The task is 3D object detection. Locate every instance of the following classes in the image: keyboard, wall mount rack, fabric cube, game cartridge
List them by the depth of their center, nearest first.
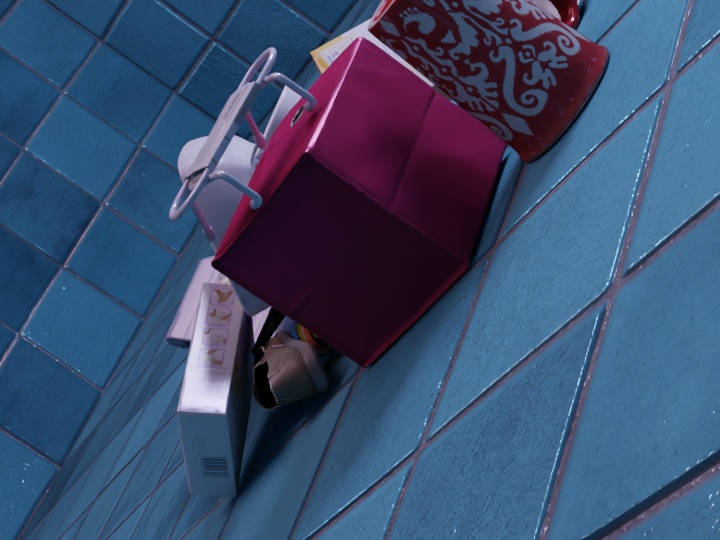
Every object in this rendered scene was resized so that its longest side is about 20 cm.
[{"bbox_3d":[-0.119,-0.111,1.540,0.201,0.074,0.174,-62,17,-19],"label":"wall mount rack"},{"bbox_3d":[0.000,-0.068,1.584,0.196,0.199,0.200,-45,16,41],"label":"fabric cube"},{"bbox_3d":[-0.070,0.011,1.810,0.200,0.021,0.128,-53,12,52],"label":"keyboard"},{"bbox_3d":[-0.147,0.042,1.980,0.199,0.041,0.134,5,60,40],"label":"game cartridge"}]

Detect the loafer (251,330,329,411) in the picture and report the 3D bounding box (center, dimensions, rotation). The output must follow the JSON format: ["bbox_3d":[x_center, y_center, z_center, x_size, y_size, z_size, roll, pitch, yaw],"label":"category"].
[{"bbox_3d":[-0.093,0.112,1.749,0.069,0.076,0.200,-22,2,-15],"label":"loafer"}]

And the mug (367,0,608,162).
[{"bbox_3d":[0.119,-0.223,1.521,0.134,0.199,0.178,-51,12,28],"label":"mug"}]

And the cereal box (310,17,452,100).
[{"bbox_3d":[0.060,-0.232,1.710,0.199,0.040,0.144,-28,48,0],"label":"cereal box"}]

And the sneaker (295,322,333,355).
[{"bbox_3d":[0.000,0.000,1.769,0.090,0.070,0.201,-28,33,54],"label":"sneaker"}]

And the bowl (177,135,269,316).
[{"bbox_3d":[-0.127,-0.061,1.787,0.074,0.201,0.200,-22,12,6],"label":"bowl"}]

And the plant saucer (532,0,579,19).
[{"bbox_3d":[0.152,-0.276,1.747,0.199,0.032,0.201,-15,51,20],"label":"plant saucer"}]

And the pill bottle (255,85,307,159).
[{"bbox_3d":[-0.009,-0.126,1.767,0.110,0.199,0.110,-157,90,-84],"label":"pill bottle"}]

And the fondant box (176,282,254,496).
[{"bbox_3d":[-0.160,0.134,1.804,0.201,0.058,0.145,-86,-4,-45],"label":"fondant box"}]
